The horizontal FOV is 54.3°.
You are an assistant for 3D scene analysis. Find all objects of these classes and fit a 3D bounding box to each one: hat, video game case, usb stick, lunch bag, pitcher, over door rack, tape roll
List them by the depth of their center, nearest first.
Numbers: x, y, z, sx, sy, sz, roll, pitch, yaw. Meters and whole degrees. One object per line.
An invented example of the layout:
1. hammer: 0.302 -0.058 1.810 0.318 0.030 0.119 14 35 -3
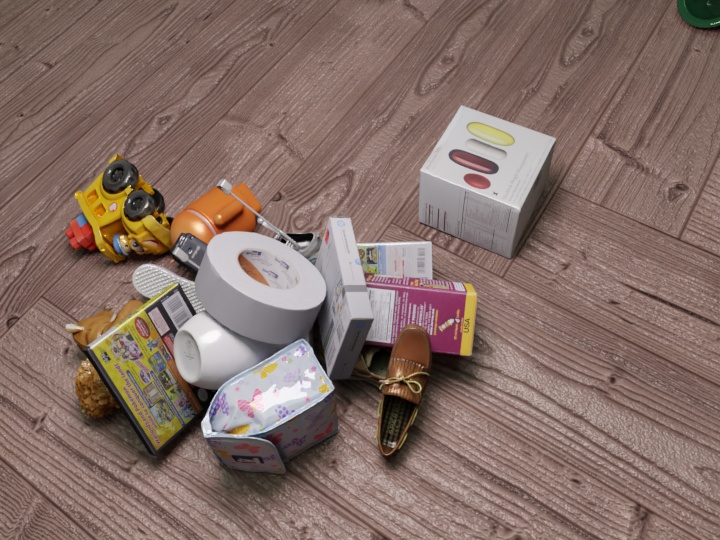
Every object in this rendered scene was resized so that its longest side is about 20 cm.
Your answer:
1. lunch bag: -0.137 0.228 1.075 0.196 0.171 0.128 -26 60 -15
2. tape roll: -0.153 0.023 1.088 0.196 0.067 0.202 23 25 -12
3. pitcher: -0.205 0.112 1.118 0.169 0.125 0.197 2 9 44
4. video game case: -0.313 0.154 1.121 0.025 0.203 0.180 -4 28 48
5. over door rack: -0.213 -0.040 1.201 0.066 0.199 0.150 16 70 51
6. video game case: 0.030 0.025 1.241 0.194 0.018 0.148 -1 95 4
7. usb stick: -0.243 0.005 1.249 0.056 0.198 0.032 -57 22 -5
8. hat: 0.873 -0.636 1.680 0.200 0.174 0.167 -44 57 20

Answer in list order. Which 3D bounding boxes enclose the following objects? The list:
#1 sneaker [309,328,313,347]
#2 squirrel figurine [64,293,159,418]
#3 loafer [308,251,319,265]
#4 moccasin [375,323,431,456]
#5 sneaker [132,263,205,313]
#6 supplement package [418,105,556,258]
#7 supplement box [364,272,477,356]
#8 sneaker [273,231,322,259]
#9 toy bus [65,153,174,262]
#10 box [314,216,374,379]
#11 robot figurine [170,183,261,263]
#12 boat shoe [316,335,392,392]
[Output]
1. sneaker: -0.117 0.080 1.218 0.073 0.101 0.204 0 56 2
2. squirrel figurine: -0.417 0.141 1.183 0.182 0.143 0.203 7 53 18
3. loafer: 0.000 0.000 1.293 0.194 0.073 0.063 13 37 5
4. moccasin: 0.062 0.183 1.080 0.072 0.078 0.206 20 99 5
5. sneaker: -0.314 0.049 1.273 0.198 0.114 0.074 36 82 -10
6. supplement package: 0.237 -0.170 1.331 0.196 0.149 0.193 23 60 18
7. supplement box: 0.089 0.069 1.164 0.194 0.131 0.106 6 97 6
8. sneaker: -0.161 -0.041 1.314 0.194 0.083 0.076 -12 54 -4
9. toy bus: -0.467 -0.089 1.355 0.191 0.136 0.201 -37 62 -5
10. box: -0.034 0.043 1.115 0.040 0.158 0.203 1 49 -19
11. robot figurine: -0.277 -0.083 1.324 0.141 0.119 0.200 17 44 33
12. boat shoe: 0.017 0.148 1.174 0.196 0.075 0.076 22 60 19
